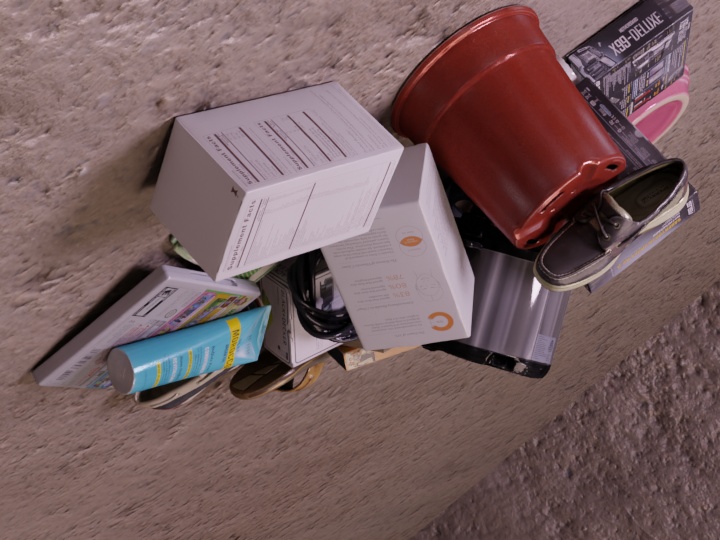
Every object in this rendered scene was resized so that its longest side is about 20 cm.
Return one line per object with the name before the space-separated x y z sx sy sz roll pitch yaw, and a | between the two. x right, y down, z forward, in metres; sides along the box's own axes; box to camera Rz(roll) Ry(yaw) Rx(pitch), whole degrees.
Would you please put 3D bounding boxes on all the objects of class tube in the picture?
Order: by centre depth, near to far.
tube | -0.183 0.089 1.554 0.199 0.050 0.078 -15 137 -42

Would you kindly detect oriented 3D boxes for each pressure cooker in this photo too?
pressure cooker | 0.168 0.015 1.686 0.176 0.177 0.201 -108 -147 -88

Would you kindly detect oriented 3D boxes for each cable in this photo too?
cable | 0.000 0.000 1.631 0.199 0.051 0.164 -6 116 -41

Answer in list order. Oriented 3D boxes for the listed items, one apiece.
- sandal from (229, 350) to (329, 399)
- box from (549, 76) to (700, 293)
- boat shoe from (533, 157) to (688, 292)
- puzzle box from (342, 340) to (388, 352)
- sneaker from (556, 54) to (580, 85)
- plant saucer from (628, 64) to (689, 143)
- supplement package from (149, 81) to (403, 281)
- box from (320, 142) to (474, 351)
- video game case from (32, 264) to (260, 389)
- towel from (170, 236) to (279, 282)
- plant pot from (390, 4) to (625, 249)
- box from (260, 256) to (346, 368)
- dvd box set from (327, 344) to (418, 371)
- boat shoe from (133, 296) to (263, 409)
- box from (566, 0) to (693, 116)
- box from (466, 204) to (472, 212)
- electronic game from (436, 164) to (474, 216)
sandal | -0.082 0.128 1.881 0.199 0.080 0.054 -29 116 -33
box | 0.258 -0.098 1.595 0.158 0.200 0.048 -38 152 0
boat shoe | 0.264 -0.056 1.489 0.200 0.072 0.066 -34 152 -12
puzzle box | 0.040 0.046 1.821 0.200 0.132 0.026 -31 118 -42
sneaker | 0.233 -0.191 1.718 0.082 0.074 0.200 -37 150 4
plant saucer | 0.382 -0.210 1.962 0.200 0.051 0.201 -32 161 -12
supplement package | -0.078 -0.087 1.320 0.199 0.110 0.114 -19 144 -42
box | 0.038 -0.022 1.518 0.123 0.098 0.201 -8 131 17
video game case | -0.229 0.066 1.536 0.200 0.022 0.182 -38 159 19
towel | -0.111 -0.046 1.520 0.152 0.023 0.200 -38 160 2
plant pot | 0.168 -0.143 1.514 0.200 0.196 0.201 -32 161 -13
box | -0.024 0.022 1.703 0.199 0.060 0.117 -26 130 -32
dvd box set | 0.045 0.066 1.846 0.199 0.146 0.030 -18 112 -17
boat shoe | -0.188 0.096 1.652 0.200 0.071 0.062 -42 158 27
box | 0.335 -0.255 1.771 0.157 0.050 0.200 -37 161 -2
box | 0.198 -0.046 1.905 0.102 0.095 0.200 7 140 -24
electronic game | 0.171 -0.103 1.733 0.198 0.042 0.201 -4 140 -4
